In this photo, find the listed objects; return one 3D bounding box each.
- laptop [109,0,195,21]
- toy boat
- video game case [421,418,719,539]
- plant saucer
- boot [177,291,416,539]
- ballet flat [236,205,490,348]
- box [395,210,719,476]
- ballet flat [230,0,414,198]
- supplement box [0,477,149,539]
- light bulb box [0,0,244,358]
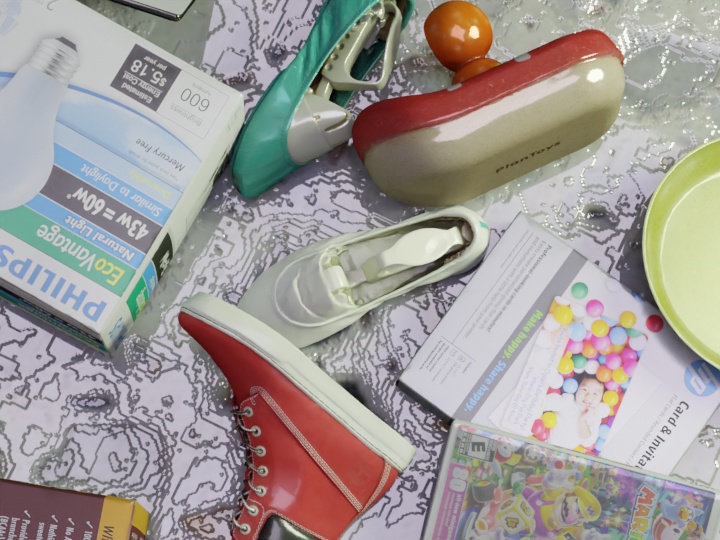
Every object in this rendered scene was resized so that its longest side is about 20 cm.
[{"bbox_3d":[-0.185,-0.291,1.705,0.187,0.200,0.116,18,117,2],"label":"laptop"},{"bbox_3d":[0.084,-0.134,1.679,0.200,0.131,0.131,-24,75,-5],"label":"toy boat"},{"bbox_3d":[0.145,0.199,1.649,0.200,0.018,0.143,15,97,7],"label":"video game case"},{"bbox_3d":[0.297,-0.004,1.689,0.200,0.031,0.200,3,68,-9],"label":"plant saucer"},{"bbox_3d":[-0.078,0.121,1.648,0.200,0.072,0.144,41,85,-10],"label":"boot"},{"bbox_3d":[0.000,0.000,1.684,0.200,0.069,0.070,-22,82,-4],"label":"ballet flat"},{"bbox_3d":[0.150,0.078,1.687,0.200,0.041,0.156,37,82,4],"label":"box"},{"bbox_3d":[-0.022,-0.135,1.699,0.070,0.067,0.200,23,78,32],"label":"ballet flat"},{"bbox_3d":[-0.264,0.241,1.605,0.200,0.133,0.198,10,80,1],"label":"supplement box"},{"bbox_3d":[-0.214,-0.075,1.662,0.198,0.125,0.200,29,80,3],"label":"light bulb box"}]
